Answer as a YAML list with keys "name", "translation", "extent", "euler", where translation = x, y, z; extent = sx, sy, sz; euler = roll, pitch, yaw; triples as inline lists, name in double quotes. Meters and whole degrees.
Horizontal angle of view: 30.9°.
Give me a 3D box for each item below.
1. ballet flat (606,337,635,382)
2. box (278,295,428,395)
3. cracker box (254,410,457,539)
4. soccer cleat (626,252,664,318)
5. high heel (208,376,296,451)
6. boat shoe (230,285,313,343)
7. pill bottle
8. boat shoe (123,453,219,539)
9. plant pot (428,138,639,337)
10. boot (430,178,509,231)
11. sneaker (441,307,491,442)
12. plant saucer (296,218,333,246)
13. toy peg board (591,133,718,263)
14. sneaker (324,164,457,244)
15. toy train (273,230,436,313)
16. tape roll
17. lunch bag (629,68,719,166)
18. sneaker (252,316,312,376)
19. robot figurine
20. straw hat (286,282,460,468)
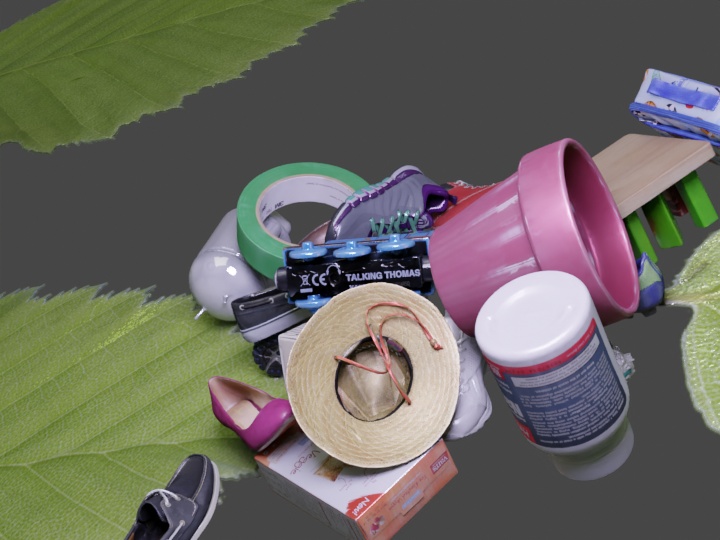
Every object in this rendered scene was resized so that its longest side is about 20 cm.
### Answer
- name: "ballet flat"
  translation: [0.229, 0.083, 1.455]
  extent: [0.072, 0.072, 0.200]
  euler: [-36, 40, -16]
- name: "box"
  translation: [-0.002, 0.085, 1.538]
  extent: [0.068, 0.083, 0.199]
  euler: [6, 20, 42]
- name: "cracker box"
  translation: [-0.008, 0.215, 1.438]
  extent: [0.134, 0.058, 0.199]
  euler: [-40, 34, -23]
- name: "soccer cleat"
  translation: [0.251, 0.019, 1.505]
  extent: [0.198, 0.084, 0.065]
  euler: [-10, 34, 25]
- name: "high heel"
  translation: [-0.131, 0.155, 1.500]
  extent: [0.067, 0.096, 0.200]
  euler: [-39, 2, -25]
- name: "boat shoe"
  translation: [-0.070, 0.023, 1.630]
  extent: [0.199, 0.057, 0.069]
  euler: [-28, 16, 4]
- name: "pill bottle"
  translation: [0.201, 0.111, 1.293]
  extent: [0.119, 0.201, 0.120]
  euler: [-19, 34, 14]
- name: "boat shoe"
  translation: [-0.219, 0.280, 1.494]
  extent: [0.071, 0.068, 0.201]
  euler: [-9, 34, 29]
- name: "plant pot"
  translation: [0.180, -0.016, 1.397]
  extent: [0.178, 0.201, 0.201]
  euler: [-23, 30, 25]
- name: "boot"
  translation: [0.177, -0.105, 1.759]
  extent: [0.199, 0.073, 0.145]
  euler: [-28, 30, 4]
- name: "sneaker"
  translation: [0.104, 0.106, 1.474]
  extent: [0.077, 0.100, 0.201]
  euler: [-14, 34, 20]
- name: "plant saucer"
  translation: [-0.012, -0.016, 1.801]
  extent: [0.198, 0.035, 0.201]
  euler: [-20, 32, 13]
- name: "toy peg board"
  translation: [0.320, -0.071, 1.602]
  extent: [0.199, 0.098, 0.199]
  euler: [-33, 16, -11]
- name: "sneaker"
  translation: [0.040, -0.070, 1.678]
  extent: [0.087, 0.075, 0.200]
  euler: [26, 47, 29]
- name: "toy train"
  translation: [0.000, 0.000, 1.541]
  extent: [0.198, 0.088, 0.114]
  euler: [-5, 8, 12]
- name: "tape roll"
  translation: [-0.068, -0.064, 1.755]
  extent: [0.198, 0.048, 0.202]
  euler: [3, 44, -3]
- name: "lunch bag"
  translation: [0.428, -0.179, 1.588]
  extent: [0.199, 0.159, 0.076]
  euler: [27, 92, 51]
- name: "sneaker"
  translation: [-0.046, 0.063, 1.674]
  extent: [0.198, 0.078, 0.085]
  euler: [-17, 29, 16]
- name: "robot figurine"
  translation: [-0.169, -0.009, 1.830]
  extent: [0.170, 0.113, 0.201]
  euler: [-44, 13, 46]
- name: "straw hat"
  translation: [0.013, 0.122, 1.421]
  extent: [0.200, 0.202, 0.085]
  euler: [-36, -10, -15]
